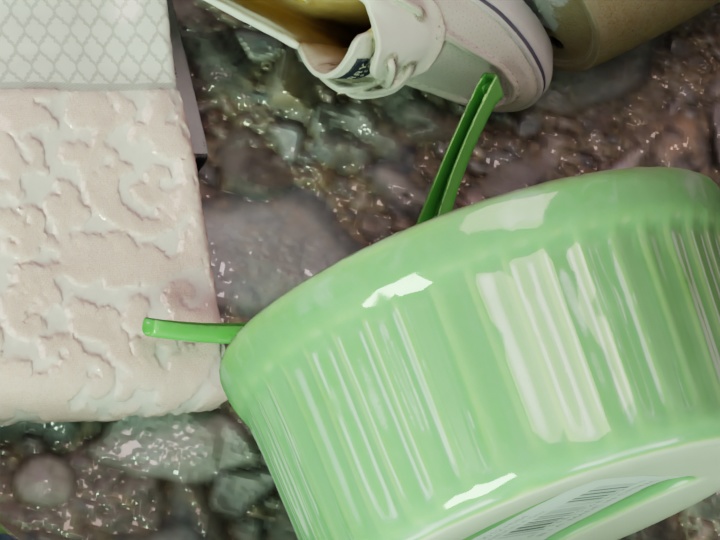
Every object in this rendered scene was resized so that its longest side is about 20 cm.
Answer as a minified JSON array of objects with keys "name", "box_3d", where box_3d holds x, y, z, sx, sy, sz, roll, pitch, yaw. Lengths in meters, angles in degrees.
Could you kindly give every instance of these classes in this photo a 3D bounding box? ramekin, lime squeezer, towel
[{"name":"ramekin","box_3d":[0.056,0.050,0.903,0.200,0.200,0.098,-13,72,-23]},{"name":"lime squeezer","box_3d":[0.000,0.000,0.988,0.038,0.071,0.200,27,50,37]},{"name":"towel","box_3d":[-0.149,-0.034,0.933,0.200,0.032,0.191,-2,77,-32]}]

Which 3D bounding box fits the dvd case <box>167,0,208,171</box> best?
[{"name":"dvd case","box_3d":[-0.167,-0.111,1.000,0.200,0.025,0.151,2,60,-32]}]

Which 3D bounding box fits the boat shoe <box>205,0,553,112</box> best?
[{"name":"boat shoe","box_3d":[-0.002,-0.104,1.021,0.200,0.071,0.070,29,52,-31]}]

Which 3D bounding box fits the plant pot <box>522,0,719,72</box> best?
[{"name":"plant pot","box_3d":[0.129,-0.189,1.089,0.187,0.187,0.200,40,71,9]}]

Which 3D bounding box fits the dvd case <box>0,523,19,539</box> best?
[{"name":"dvd case","box_3d":[-0.146,0.149,0.805,0.200,0.018,0.143,38,56,18]}]
